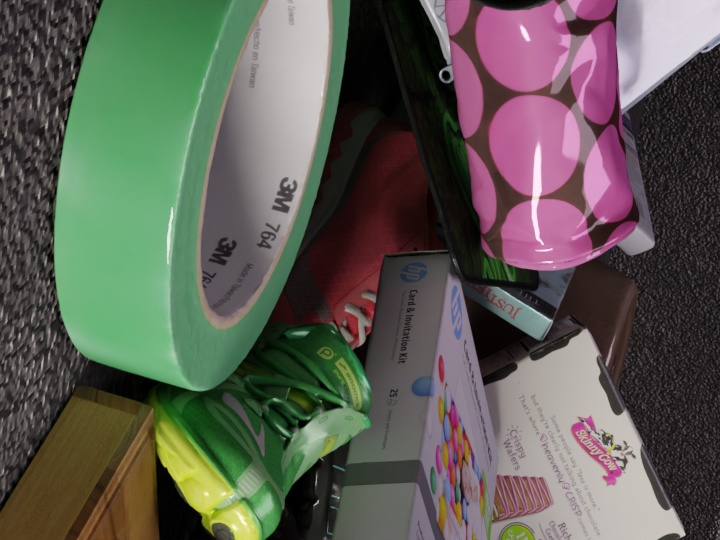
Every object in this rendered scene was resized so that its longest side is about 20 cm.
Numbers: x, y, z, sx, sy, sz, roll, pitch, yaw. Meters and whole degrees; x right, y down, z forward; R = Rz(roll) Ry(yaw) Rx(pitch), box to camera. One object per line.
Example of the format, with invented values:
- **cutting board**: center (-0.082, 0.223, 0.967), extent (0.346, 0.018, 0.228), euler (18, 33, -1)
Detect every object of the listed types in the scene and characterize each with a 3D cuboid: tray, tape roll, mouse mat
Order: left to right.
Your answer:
- **tray**: center (-0.114, 0.153, 0.748), extent (0.099, 0.037, 0.201), euler (-64, 163, -44)
- **tape roll**: center (-0.057, -0.056, 0.727), extent (0.200, 0.048, 0.203), euler (16, 90, -78)
- **mouse mat**: center (0.049, -0.087, 0.980), extent (0.161, 0.007, 0.202), euler (6, 68, -70)

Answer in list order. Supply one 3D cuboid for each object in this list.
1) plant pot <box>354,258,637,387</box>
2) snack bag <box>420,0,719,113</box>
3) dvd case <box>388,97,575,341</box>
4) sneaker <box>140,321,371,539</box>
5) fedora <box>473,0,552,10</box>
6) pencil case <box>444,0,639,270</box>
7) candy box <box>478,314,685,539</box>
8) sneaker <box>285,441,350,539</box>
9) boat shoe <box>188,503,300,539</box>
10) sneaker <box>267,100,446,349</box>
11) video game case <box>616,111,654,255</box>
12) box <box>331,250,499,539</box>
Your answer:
- **plant pot**: center (0.078, 0.040, 1.161), extent (0.200, 0.173, 0.202), euler (15, 90, -77)
- **snack bag**: center (0.112, -0.162, 0.968), extent (0.188, 0.021, 0.201), euler (-38, 120, -16)
- **dvd case**: center (0.075, -0.052, 1.115), extent (0.022, 0.145, 0.200), euler (-59, 179, 37)
- **sneaker**: center (-0.040, 0.058, 0.793), extent (0.074, 0.083, 0.200), euler (58, 9, -10)
- **fedora**: center (0.024, -0.191, 0.776), extent (0.091, 0.201, 0.202), euler (-23, 138, -27)
- **pencil case**: center (0.093, -0.106, 0.909), extent (0.093, 0.090, 0.202), euler (-24, 115, -46)
- **candy box**: center (0.068, 0.132, 1.065), extent (0.137, 0.199, 0.061), euler (64, 1, -7)
- **sneaker**: center (-0.008, 0.140, 1.008), extent (0.075, 0.079, 0.202), euler (2, -85, 61)
- **boat shoe**: center (-0.066, 0.148, 0.907), extent (0.200, 0.074, 0.074), euler (99, -4, -72)
- **sneaker**: center (0.000, 0.000, 0.960), extent (0.074, 0.086, 0.202), euler (82, 26, -60)
- **video game case**: center (0.111, -0.125, 1.103), extent (0.200, 0.023, 0.184), euler (32, 44, -49)
- **box**: center (0.030, 0.116, 0.894), extent (0.201, 0.041, 0.157), euler (-80, 161, -47)
